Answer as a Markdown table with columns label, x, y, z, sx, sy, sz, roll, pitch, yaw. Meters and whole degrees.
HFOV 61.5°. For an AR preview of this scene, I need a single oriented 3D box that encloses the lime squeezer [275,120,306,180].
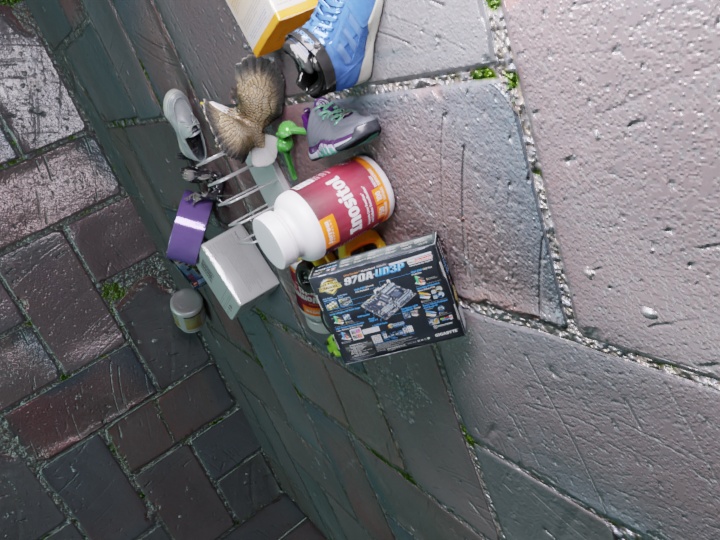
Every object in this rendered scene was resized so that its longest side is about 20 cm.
| label | x | y | z | sx | sy | sz | roll | pitch | yaw |
| --- | --- | --- | --- | --- | --- | --- | --- | --- | --- |
| lime squeezer | -0.120 | -0.230 | 1.091 | 0.070 | 0.038 | 0.200 | 28 | 157 | -9 |

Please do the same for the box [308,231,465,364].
| label | x | y | z | sx | sy | sz | roll | pitch | yaw |
| --- | --- | --- | --- | --- | --- | --- | --- | --- | --- |
| box | 0.042 | 0.046 | 0.910 | 0.046 | 0.199 | 0.159 | -74 | -35 | -63 |

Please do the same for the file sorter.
| label | x | y | z | sx | sy | sz | roll | pitch | yaw |
| --- | --- | --- | --- | --- | --- | --- | --- | --- | --- |
| file sorter | -0.234 | -0.164 | 1.270 | 0.139 | 0.124 | 0.201 | 4 | 123 | 63 |

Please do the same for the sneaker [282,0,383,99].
| label | x | y | z | sx | sy | sz | roll | pitch | yaw |
| --- | --- | --- | --- | --- | --- | --- | --- | --- | --- |
| sneaker | -0.039 | -0.299 | 0.735 | 0.077 | 0.111 | 0.200 | 47 | 154 | 24 |

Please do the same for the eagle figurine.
| label | x | y | z | sx | sy | sz | roll | pitch | yaw |
| --- | --- | --- | --- | --- | --- | --- | --- | --- | --- |
| eagle figurine | -0.206 | -0.262 | 1.045 | 0.200 | 0.150 | 0.152 | 176 | 84 | -70 |

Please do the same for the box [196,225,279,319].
| label | x | y | z | sx | sy | sz | roll | pitch | yaw |
| --- | --- | --- | --- | --- | --- | --- | --- | --- | --- |
| box | -0.347 | 0.008 | 1.691 | 0.200 | 0.130 | 0.199 | 56 | 156 | 3 |

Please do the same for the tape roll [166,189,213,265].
| label | x | y | z | sx | sy | sz | roll | pitch | yaw |
| --- | --- | --- | --- | --- | --- | --- | --- | --- | --- |
| tape roll | -0.480 | -0.120 | 1.712 | 0.200 | 0.085 | 0.201 | -165 | 90 | -76 |

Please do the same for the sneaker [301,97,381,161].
| label | x | y | z | sx | sy | sz | roll | pitch | yaw |
| --- | --- | --- | --- | --- | --- | --- | --- | --- | --- |
| sneaker | -0.042 | -0.217 | 0.893 | 0.200 | 0.074 | 0.088 | 3 | 117 | 63 |

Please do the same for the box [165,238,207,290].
| label | x | y | z | sx | sy | sz | roll | pitch | yaw |
| --- | --- | --- | --- | --- | --- | --- | --- | --- | --- |
| box | -0.543 | -0.033 | 2.022 | 0.200 | 0.136 | 0.038 | 39 | 152 | 36 |

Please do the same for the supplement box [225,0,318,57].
| label | x | y | z | sx | sy | sz | roll | pitch | yaw |
| --- | --- | --- | --- | --- | --- | --- | --- | --- | --- |
| supplement box | -0.150 | -0.425 | 0.849 | 0.201 | 0.073 | 0.126 | 62 | 157 | -8 |

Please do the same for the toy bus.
| label | x | y | z | sx | sy | sz | roll | pitch | yaw |
| --- | --- | --- | --- | --- | --- | --- | --- | --- | --- |
| toy bus | 0.000 | 0.000 | 1.019 | 0.200 | 0.135 | 0.192 | 56 | 143 | 11 |

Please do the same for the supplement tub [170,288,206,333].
| label | x | y | z | sx | sy | sz | roll | pitch | yaw |
| --- | --- | --- | --- | --- | --- | --- | --- | --- | --- |
| supplement tub | -0.774 | 0.186 | 2.734 | 0.144 | 0.144 | 0.200 | 49 | 155 | 20 |

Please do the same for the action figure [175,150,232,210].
| label | x | y | z | sx | sy | sz | roll | pitch | yaw |
| --- | --- | --- | --- | --- | --- | --- | --- | --- | --- |
| action figure | -0.419 | -0.228 | 1.588 | 0.200 | 0.102 | 0.119 | 45 | 142 | 32 |

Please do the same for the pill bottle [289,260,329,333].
| label | x | y | z | sx | sy | sz | roll | pitch | yaw |
| --- | --- | --- | --- | --- | --- | --- | --- | --- | --- |
| pill bottle | -0.079 | 0.030 | 1.217 | 0.110 | 0.109 | 0.201 | 39 | 150 | 37 |

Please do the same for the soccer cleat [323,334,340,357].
| label | x | y | z | sx | sy | sz | roll | pitch | yaw |
| --- | --- | --- | --- | --- | --- | --- | --- | --- | --- |
| soccer cleat | 0.007 | 0.124 | 1.223 | 0.200 | 0.081 | 0.068 | -27 | 86 | 45 |

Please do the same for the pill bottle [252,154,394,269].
| label | x | y | z | sx | sy | sz | roll | pitch | yaw |
| --- | --- | --- | --- | --- | --- | --- | --- | --- | --- |
| pill bottle | -0.055 | -0.085 | 0.915 | 0.113 | 0.200 | 0.113 | 44 | 153 | 29 |

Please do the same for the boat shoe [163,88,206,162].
| label | x | y | z | sx | sy | sz | roll | pitch | yaw |
| --- | --- | --- | --- | --- | --- | --- | --- | --- | --- |
| boat shoe | -0.423 | -0.354 | 1.497 | 0.071 | 0.070 | 0.201 | 32 | 151 | 25 |
